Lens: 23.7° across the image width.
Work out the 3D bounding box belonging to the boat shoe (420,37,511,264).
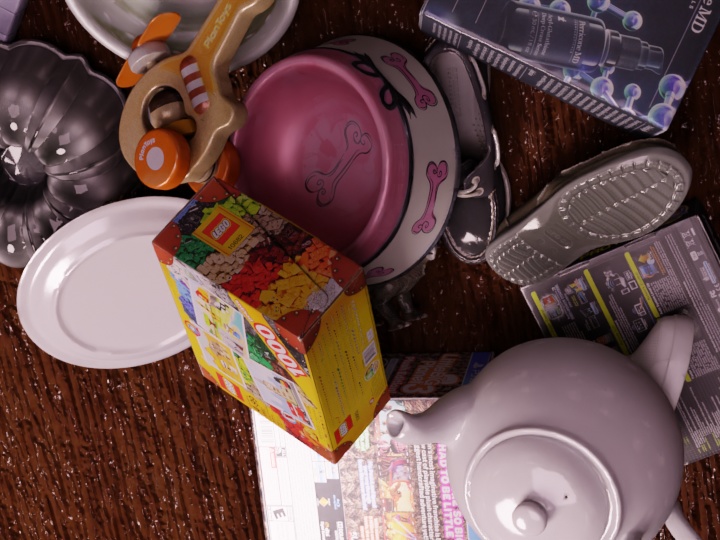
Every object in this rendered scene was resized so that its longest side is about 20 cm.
[{"bbox_3d":[0.081,-0.094,1.375,0.073,0.060,0.202,2,112,12],"label":"boat shoe"}]

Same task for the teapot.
[{"bbox_3d":[0.150,0.158,1.297,0.199,0.146,0.199,-13,106,24],"label":"teapot"}]

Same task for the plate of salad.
[{"bbox_3d":[-0.192,0.007,1.449,0.198,0.048,0.201,-13,137,-12],"label":"plate of salad"}]

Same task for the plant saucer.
[{"bbox_3d":[-0.141,-0.249,1.353,0.198,0.050,0.201,5,130,6],"label":"plant saucer"}]

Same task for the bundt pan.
[{"bbox_3d":[-0.284,-0.086,1.437,0.200,0.076,0.203,3,120,6],"label":"bundt pan"}]

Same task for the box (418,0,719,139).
[{"bbox_3d":[0.162,-0.207,1.263,0.199,0.107,0.149,25,92,1],"label":"box"}]

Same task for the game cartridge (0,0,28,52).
[{"bbox_3d":[-0.362,-0.275,1.418,0.199,0.038,0.130,27,110,1],"label":"game cartridge"}]

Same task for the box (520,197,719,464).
[{"bbox_3d":[0.245,0.062,1.411,0.159,0.044,0.201,-24,104,21],"label":"box"}]

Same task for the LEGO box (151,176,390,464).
[{"bbox_3d":[-0.065,0.042,1.331,0.148,0.077,0.201,31,156,25],"label":"LEGO box"}]

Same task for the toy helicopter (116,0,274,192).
[{"bbox_3d":[-0.128,-0.163,1.336,0.132,0.079,0.201,43,111,29],"label":"toy helicopter"}]

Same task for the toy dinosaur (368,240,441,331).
[{"bbox_3d":[0.000,0.000,1.435,0.199,0.077,0.103,-7,96,35],"label":"toy dinosaur"}]

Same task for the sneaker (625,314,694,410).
[{"bbox_3d":[0.186,0.110,1.379,0.115,0.074,0.201,21,116,1],"label":"sneaker"}]

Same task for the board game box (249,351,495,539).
[{"bbox_3d":[0.018,0.161,1.471,0.198,0.097,0.161,0,111,13],"label":"board game box"}]

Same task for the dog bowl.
[{"bbox_3d":[-0.022,-0.085,1.347,0.199,0.074,0.202,4,97,37],"label":"dog bowl"}]

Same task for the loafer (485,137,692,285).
[{"bbox_3d":[0.175,-0.058,1.338,0.075,0.070,0.199,39,138,-23],"label":"loafer"}]
